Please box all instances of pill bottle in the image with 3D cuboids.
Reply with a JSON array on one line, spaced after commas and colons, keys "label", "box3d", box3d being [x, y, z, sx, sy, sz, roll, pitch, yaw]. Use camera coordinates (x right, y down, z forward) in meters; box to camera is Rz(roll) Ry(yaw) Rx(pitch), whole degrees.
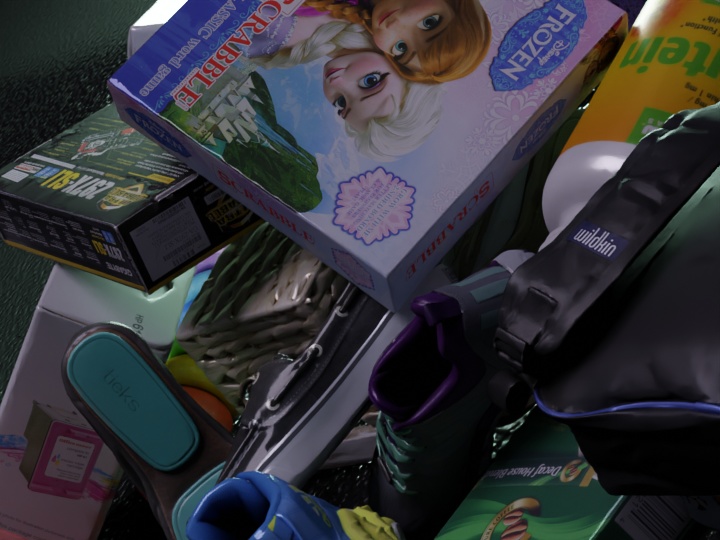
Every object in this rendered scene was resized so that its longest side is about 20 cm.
[{"label": "pill bottle", "box3d": [0.160, -0.051, 1.094, 0.111, 0.111, 0.200, -12, 40, 52]}]

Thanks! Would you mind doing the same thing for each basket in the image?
[{"label": "basket", "box3d": [0.000, 0.000, 1.263, 0.135, 0.123, 0.200, -17, 36, 47]}]

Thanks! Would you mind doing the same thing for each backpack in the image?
[{"label": "backpack", "box3d": [0.187, 0.013, 0.899, 0.200, 0.154, 0.191, 1, 54, 41]}]

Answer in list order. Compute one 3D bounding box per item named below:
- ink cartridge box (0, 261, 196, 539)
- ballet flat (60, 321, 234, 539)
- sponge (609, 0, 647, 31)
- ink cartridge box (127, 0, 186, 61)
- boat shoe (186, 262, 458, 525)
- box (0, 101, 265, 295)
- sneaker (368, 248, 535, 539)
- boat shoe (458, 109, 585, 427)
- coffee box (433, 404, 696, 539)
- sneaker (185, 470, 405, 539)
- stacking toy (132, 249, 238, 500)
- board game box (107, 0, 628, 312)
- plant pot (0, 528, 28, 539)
[{"label": "ink cartridge box", "box3d": [-0.174, 0.079, 1.320, 0.145, 0.084, 0.200, -82, 15, -62]}, {"label": "ballet flat", "box3d": [-0.091, 0.111, 1.190, 0.068, 0.200, 0.068, -34, -3, -3]}, {"label": "sponge", "box3d": [0.085, -0.138, 1.305, 0.111, 0.030, 0.200, -15, -4, 37]}, {"label": "ink cartridge box", "box3d": [-0.027, -0.145, 1.274, 0.199, 0.057, 0.163, 0, 16, 5]}, {"label": "boat shoe", "box3d": [-0.029, 0.065, 1.123, 0.200, 0.057, 0.069, -49, -8, -12]}, {"label": "box", "box3d": [-0.112, -0.059, 1.249, 0.160, 0.049, 0.200, -36, 25, -23]}, {"label": "sneaker", "box3d": [0.025, 0.067, 1.067, 0.074, 0.087, 0.200, 54, 139, 29]}, {"label": "boat shoe", "box3d": [0.091, 0.007, 1.182, 0.068, 0.075, 0.200, -45, 15, 57]}, {"label": "coffee box", "box3d": [0.076, 0.144, 1.002, 0.200, 0.044, 0.123, -51, 22, -12]}, {"label": "sneaker", "box3d": [-0.032, 0.128, 1.035, 0.076, 0.105, 0.200, -50, 9, -6]}, {"label": "stacking toy", "box3d": [-0.098, 0.064, 1.389, 0.085, 0.085, 0.200, -18, 40, 47]}, {"label": "board game box", "box3d": [0.004, -0.109, 1.146, 0.199, 0.041, 0.200, 34, 71, 22]}, {"label": "plant pot", "box3d": [-0.248, 0.257, 1.203, 0.200, 0.200, 0.178, -23, 41, 41]}]
